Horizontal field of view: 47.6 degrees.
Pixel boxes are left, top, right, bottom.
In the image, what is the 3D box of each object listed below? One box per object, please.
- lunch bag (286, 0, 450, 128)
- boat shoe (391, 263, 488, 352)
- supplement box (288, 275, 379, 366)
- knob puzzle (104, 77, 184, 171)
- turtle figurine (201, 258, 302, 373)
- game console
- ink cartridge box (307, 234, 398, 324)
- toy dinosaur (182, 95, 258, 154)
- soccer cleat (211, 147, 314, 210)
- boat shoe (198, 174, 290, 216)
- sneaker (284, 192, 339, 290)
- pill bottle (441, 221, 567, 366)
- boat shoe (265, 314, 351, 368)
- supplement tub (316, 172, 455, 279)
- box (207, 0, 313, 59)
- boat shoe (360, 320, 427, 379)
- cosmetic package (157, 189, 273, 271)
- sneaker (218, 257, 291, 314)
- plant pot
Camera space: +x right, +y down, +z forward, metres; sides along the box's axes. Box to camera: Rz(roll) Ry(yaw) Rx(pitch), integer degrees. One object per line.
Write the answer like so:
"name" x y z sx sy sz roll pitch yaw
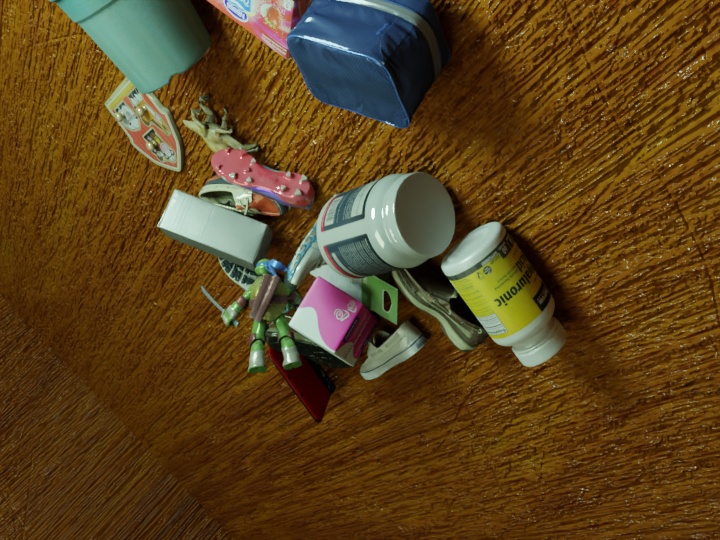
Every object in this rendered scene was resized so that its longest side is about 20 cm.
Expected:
"lunch bag" 0.010 -0.292 1.057 0.198 0.133 0.136 25 161 29
"boat shoe" 0.139 0.039 1.337 0.202 0.075 0.075 44 133 -9
"supplement box" -0.044 0.096 1.479 0.102 0.102 0.200 30 174 16
"knob puzzle" -0.427 -0.279 1.637 0.217 0.030 0.222 28 143 23
"turtle figurine" -0.175 0.091 1.510 0.198 0.142 0.198 -25 66 39
"game console" -0.157 0.226 1.804 0.171 0.119 0.202 -12 117 52
"ink cartridge box" 0.000 0.000 1.442 0.198 0.059 0.105 30 146 22
"toy dinosaur" -0.276 -0.257 1.470 0.198 0.058 0.102 26 143 27
"soccer cleat" -0.172 -0.157 1.439 0.197 0.068 0.077 19 157 13
"boat shoe" -0.218 -0.135 1.534 0.197 0.063 0.072 20 138 31
"sneaker" -0.053 -0.037 1.344 0.086 0.201 0.075 35 147 -4
"pill bottle" 0.216 0.039 1.203 0.201 0.111 0.111 52 146 -12
"boat shoe" -0.095 0.138 1.673 0.196 0.075 0.076 19 143 -5
"supplement tub" 0.036 -0.068 1.257 0.198 0.140 0.141 -12 118 52
"box" -0.138 -0.399 1.125 0.199 0.095 0.100 39 147 14
"boat shoe" 0.047 0.146 1.543 0.070 0.071 0.200 51 144 -1
"cosmetic package" -0.272 -0.074 1.565 0.197 0.092 0.107 23 171 7
"sneaker" -0.225 0.028 1.706 0.199 0.078 0.087 42 150 5
"plant pot" -0.348 -0.402 1.286 0.198 0.201 0.197 1 135 46
